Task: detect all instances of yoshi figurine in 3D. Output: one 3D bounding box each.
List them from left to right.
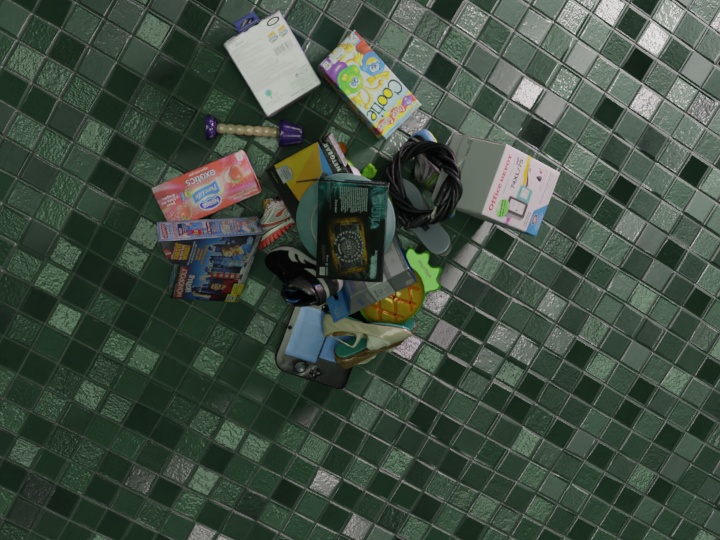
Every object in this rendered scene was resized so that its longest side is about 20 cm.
[{"bbox_3d":[0.004,-0.178,1.421,0.112,0.112,0.200,-40,106,-8],"label":"yoshi figurine"}]

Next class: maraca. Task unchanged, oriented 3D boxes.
[{"bbox_3d":[0.085,0.038,1.459,0.200,0.107,0.137,-38,100,0],"label":"maraca"}]

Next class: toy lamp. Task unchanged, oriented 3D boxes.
[{"bbox_3d":[-0.222,-0.291,1.404,0.200,0.058,0.058,2,98,-5],"label":"toy lamp"}]

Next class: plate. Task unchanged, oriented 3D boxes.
[{"bbox_3d":[-0.031,-0.092,1.322,0.200,0.026,0.201,2,112,6],"label":"plate"}]

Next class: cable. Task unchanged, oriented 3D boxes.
[{"bbox_3d":[0.127,-0.187,1.363,0.163,0.051,0.200,-28,61,34],"label":"cable"}]

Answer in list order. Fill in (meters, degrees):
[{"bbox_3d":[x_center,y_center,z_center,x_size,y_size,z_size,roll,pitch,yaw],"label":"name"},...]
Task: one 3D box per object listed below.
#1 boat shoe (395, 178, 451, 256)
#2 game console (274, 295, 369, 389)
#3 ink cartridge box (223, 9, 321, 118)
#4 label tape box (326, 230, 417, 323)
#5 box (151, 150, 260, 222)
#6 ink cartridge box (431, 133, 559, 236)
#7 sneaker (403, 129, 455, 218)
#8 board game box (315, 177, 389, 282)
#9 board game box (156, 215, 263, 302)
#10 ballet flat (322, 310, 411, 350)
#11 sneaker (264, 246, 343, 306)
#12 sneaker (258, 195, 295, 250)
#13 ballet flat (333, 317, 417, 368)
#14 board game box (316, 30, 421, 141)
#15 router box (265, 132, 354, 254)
[{"bbox_3d":[0.134,-0.112,1.462,0.075,0.086,0.202,-40,71,5],"label":"boat shoe"},{"bbox_3d":[-0.083,0.151,1.496,0.177,0.031,0.200,20,96,-8],"label":"game console"},{"bbox_3d":[-0.187,-0.435,1.376,0.136,0.076,0.200,-32,102,-2],"label":"ink cartridge box"},{"bbox_3d":[0.000,0.000,1.409,0.200,0.144,0.063,-27,144,9],"label":"label tape box"},{"bbox_3d":[-0.315,-0.168,1.389,0.200,0.103,0.095,-24,101,-4],"label":"box"},{"bbox_3d":[0.279,-0.176,1.388,0.200,0.146,0.147,13,98,-42],"label":"ink cartridge box"},{"bbox_3d":[0.155,-0.205,1.459,0.083,0.071,0.200,-23,102,17],"label":"sneaker"},{"bbox_3d":[-0.016,-0.076,1.298,0.135,0.028,0.200,5,112,4],"label":"board game box"},{"bbox_3d":[-0.325,-0.030,1.374,0.199,0.062,0.200,6,130,-27],"label":"board game box"},{"bbox_3d":[0.009,0.138,1.434,0.200,0.069,0.070,10,98,19],"label":"ballet flat"},{"bbox_3d":[-0.146,0.014,1.383,0.200,0.112,0.073,19,126,31],"label":"sneaker"},{"bbox_3d":[-0.163,-0.131,1.422,0.200,0.078,0.082,-39,99,0],"label":"sneaker"},{"bbox_3d":[0.035,0.165,1.489,0.200,0.068,0.072,-25,139,-14],"label":"ballet flat"},{"bbox_3d":[0.015,-0.378,1.392,0.103,0.105,0.200,-44,99,2],"label":"board game box"},{"bbox_3d":[-0.076,-0.152,1.346,0.149,0.051,0.200,-26,105,14],"label":"router box"}]
